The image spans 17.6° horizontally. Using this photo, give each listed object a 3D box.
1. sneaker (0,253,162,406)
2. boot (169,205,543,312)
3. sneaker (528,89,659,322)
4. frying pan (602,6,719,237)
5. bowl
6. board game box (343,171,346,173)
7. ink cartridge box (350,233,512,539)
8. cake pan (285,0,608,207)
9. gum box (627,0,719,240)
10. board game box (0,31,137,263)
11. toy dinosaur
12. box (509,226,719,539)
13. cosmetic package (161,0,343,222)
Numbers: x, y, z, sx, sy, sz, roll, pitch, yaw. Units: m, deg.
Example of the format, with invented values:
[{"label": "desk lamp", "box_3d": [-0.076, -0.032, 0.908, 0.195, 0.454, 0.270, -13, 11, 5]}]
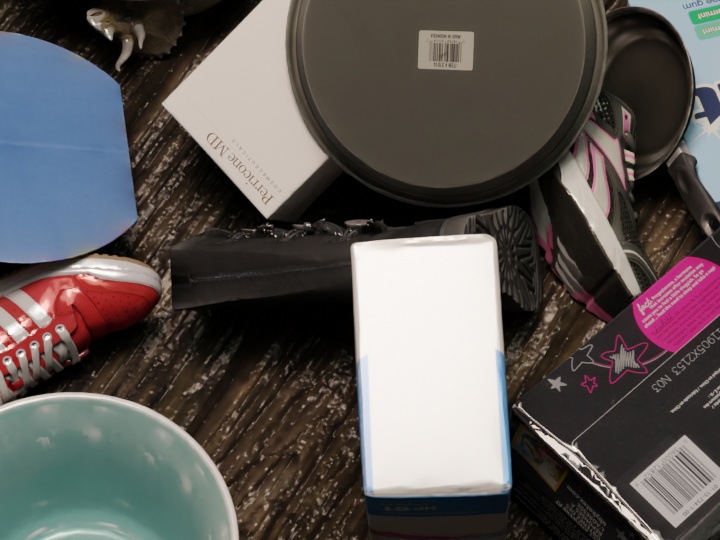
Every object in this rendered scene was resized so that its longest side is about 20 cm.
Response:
[{"label": "sneaker", "box_3d": [-0.215, 0.060, 1.435, 0.198, 0.071, 0.113, -12, 55, 3]}, {"label": "boot", "box_3d": [0.000, 0.000, 1.461, 0.198, 0.165, 0.066, -7, 81, 23]}, {"label": "sneaker", "box_3d": [0.147, -0.068, 1.481, 0.086, 0.080, 0.201, -25, 85, -19]}, {"label": "frying pan", "box_3d": [0.199, -0.099, 1.499, 0.031, 0.116, 0.190, 5, 21, -43]}, {"label": "bowl", "box_3d": [-0.166, 0.183, 1.339, 0.199, 0.105, 0.202, -1, 58, 1]}, {"label": "board game box", "box_3d": [0.022, -0.160, 1.536, 0.095, 0.030, 0.201, 24, 91, 15]}, {"label": "ink cartridge box", "box_3d": [0.041, 0.081, 1.331, 0.084, 0.200, 0.146, -4, 71, 2]}, {"label": "cake pan", "box_3d": [0.051, -0.137, 1.414, 0.198, 0.037, 0.202, 0, 97, 4]}, {"label": "gum box", "box_3d": [0.285, -0.109, 1.546, 0.168, 0.045, 0.201, -13, 58, -7]}, {"label": "board game box", "box_3d": [-0.227, -0.069, 1.484, 0.157, 0.039, 0.201, 3, 49, -18]}, {"label": "toy dinosaur", "box_3d": [-0.122, -0.213, 1.612, 0.199, 0.077, 0.102, -36, 77, -25]}, {"label": "box", "box_3d": [0.200, 0.089, 1.386, 0.200, 0.115, 0.132, -39, 67, -19]}, {"label": "cosmetic package", "box_3d": [-0.016, -0.136, 1.486, 0.108, 0.085, 0.200, 45, 97, 7]}]
